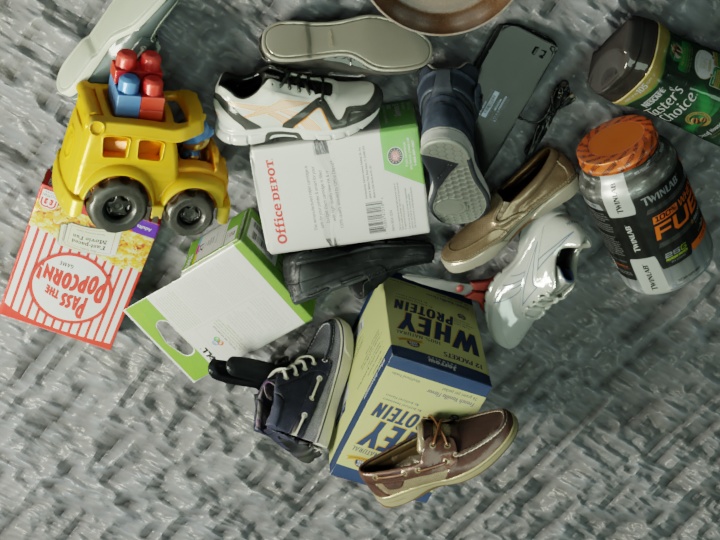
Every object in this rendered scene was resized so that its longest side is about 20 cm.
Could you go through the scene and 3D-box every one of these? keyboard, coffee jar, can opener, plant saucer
[{"bbox_3d":[0.178,-0.192,1.515,0.127,0.021,0.200,25,117,-9],"label":"keyboard"},{"bbox_3d":[0.369,-0.219,1.460,0.199,0.086,0.104,20,156,-13],"label":"coffee jar"},{"bbox_3d":[-0.128,0.138,1.620,0.063,0.079,0.200,-17,158,16],"label":"can opener"},{"bbox_3d":[0.093,-0.362,1.403,0.199,0.035,0.201,-1,120,-2],"label":"plant saucer"}]

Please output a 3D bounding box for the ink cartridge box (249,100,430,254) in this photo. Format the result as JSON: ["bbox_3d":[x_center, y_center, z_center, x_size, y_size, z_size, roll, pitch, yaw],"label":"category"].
[{"bbox_3d":[-0.024,-0.111,1.514,0.199,0.084,0.146,-7,120,1],"label":"ink cartridge box"}]

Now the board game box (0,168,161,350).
[{"bbox_3d":[-0.351,-0.011,1.578,0.151,0.046,0.201,19,118,-13],"label":"board game box"}]

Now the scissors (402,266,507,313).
[{"bbox_3d":[0.133,0.030,1.601,0.199,0.014,0.073,-5,121,-30],"label":"scissors"}]

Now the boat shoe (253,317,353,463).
[{"bbox_3d":[-0.073,0.134,1.592,0.093,0.201,0.075,30,143,-28],"label":"boat shoe"}]

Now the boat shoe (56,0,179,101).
[{"bbox_3d":[-0.262,-0.264,1.431,0.200,0.073,0.062,-42,136,19],"label":"boat shoe"}]

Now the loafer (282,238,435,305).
[{"bbox_3d":[0.000,0.000,1.564,0.200,0.068,0.071,-9,94,-21],"label":"loafer"}]

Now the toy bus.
[{"bbox_3d":[-0.236,-0.153,1.433,0.199,0.136,0.193,4,122,-25],"label":"toy bus"}]

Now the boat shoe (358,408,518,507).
[{"bbox_3d":[0.089,0.209,1.485,0.199,0.072,0.072,-27,121,18],"label":"boat shoe"}]

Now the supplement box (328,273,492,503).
[{"bbox_3d":[0.054,0.145,1.600,0.134,0.200,0.201,18,118,-14],"label":"supplement box"}]

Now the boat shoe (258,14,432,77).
[{"bbox_3d":[-0.019,-0.257,1.454,0.199,0.057,0.067,2,84,-8],"label":"boat shoe"}]

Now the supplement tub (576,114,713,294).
[{"bbox_3d":[0.342,-0.080,1.526,0.122,0.123,0.200,-25,121,12],"label":"supplement tub"}]

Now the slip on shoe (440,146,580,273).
[{"bbox_3d":[0.175,-0.076,1.549,0.200,0.076,0.061,-34,121,13],"label":"slip on shoe"}]

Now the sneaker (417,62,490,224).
[{"bbox_3d":[0.111,-0.155,1.486,0.077,0.147,0.203,-3,151,8],"label":"sneaker"}]

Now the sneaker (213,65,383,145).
[{"bbox_3d":[-0.073,-0.194,1.438,0.199,0.074,0.080,-7,131,0],"label":"sneaker"}]

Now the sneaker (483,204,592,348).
[{"bbox_3d":[0.220,0.016,1.581,0.074,0.087,0.201,3,119,-37],"label":"sneaker"}]

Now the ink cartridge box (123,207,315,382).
[{"bbox_3d":[-0.177,0.034,1.599,0.200,0.076,0.148,-28,118,24],"label":"ink cartridge box"}]
